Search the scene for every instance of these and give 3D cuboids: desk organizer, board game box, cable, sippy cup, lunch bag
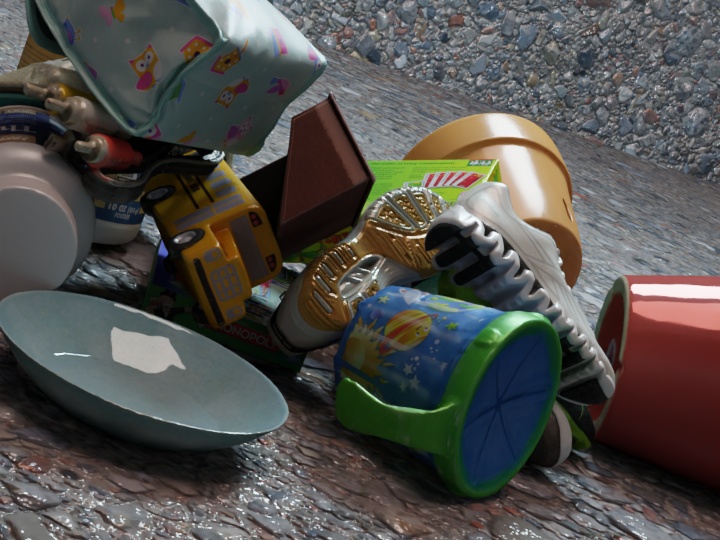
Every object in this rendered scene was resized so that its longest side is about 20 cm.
[{"bbox_3d":[-0.045,-0.064,1.332,0.072,0.076,0.200,62,-8,5],"label":"desk organizer"},{"bbox_3d":[-0.108,0.019,1.433,0.133,0.029,0.200,21,13,-9],"label":"board game box"},{"bbox_3d":[-0.151,-0.090,1.259,0.199,0.050,0.097,0,43,-52],"label":"cable"},{"bbox_3d":[0.056,0.076,1.258,0.130,0.141,0.178,23,-12,32],"label":"sippy cup"},{"bbox_3d":[0.014,-0.051,1.498,0.198,0.048,0.102,1,31,21],"label":"board game box"},{"bbox_3d":[-0.150,-0.187,1.273,0.200,0.122,0.170,47,17,18],"label":"lunch bag"}]

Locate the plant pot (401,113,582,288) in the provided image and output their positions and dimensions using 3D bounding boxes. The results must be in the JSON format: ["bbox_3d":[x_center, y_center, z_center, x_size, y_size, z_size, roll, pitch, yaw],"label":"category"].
[{"bbox_3d":[0.136,-0.036,1.756,0.198,0.201,0.141,15,31,-31],"label":"plant pot"}]

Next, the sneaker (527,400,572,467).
[{"bbox_3d":[0.070,0.101,1.364,0.199,0.077,0.082,34,47,18],"label":"sneaker"}]

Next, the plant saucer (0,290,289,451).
[{"bbox_3d":[-0.145,0.072,1.125,0.199,0.039,0.201,22,12,-5],"label":"plant saucer"}]

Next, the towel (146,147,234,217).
[{"bbox_3d":[-0.172,-0.144,1.550,0.034,0.202,0.192,-1,12,-42],"label":"towel"}]

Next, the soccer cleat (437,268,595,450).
[{"bbox_3d":[0.139,0.061,1.415,0.200,0.081,0.067,51,-24,-21],"label":"soccer cleat"}]

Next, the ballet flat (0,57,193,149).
[{"bbox_3d":[-0.198,-0.140,1.378,0.198,0.063,0.067,10,-19,-8],"label":"ballet flat"}]

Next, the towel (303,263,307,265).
[{"bbox_3d":[0.049,-0.011,1.590,0.198,0.037,0.148,-2,-16,28],"label":"towel"}]

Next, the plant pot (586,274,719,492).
[{"bbox_3d":[0.292,0.091,1.499,0.175,0.203,0.201,12,13,-3],"label":"plant pot"}]

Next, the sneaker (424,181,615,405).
[{"bbox_3d":[0.138,0.017,1.351,0.200,0.075,0.081,51,50,-14],"label":"sneaker"}]

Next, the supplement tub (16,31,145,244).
[{"bbox_3d":[-0.224,-0.138,1.472,0.143,0.202,0.145,21,10,-4],"label":"supplement tub"}]

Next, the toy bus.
[{"bbox_3d":[-0.114,-0.028,1.323,0.078,0.066,0.200,-23,25,-9],"label":"toy bus"}]

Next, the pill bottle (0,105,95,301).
[{"bbox_3d":[-0.248,-0.046,1.266,0.110,0.112,0.200,19,13,-15],"label":"pill bottle"}]

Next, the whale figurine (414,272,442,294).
[{"bbox_3d":[0.108,0.047,1.516,0.199,0.105,0.159,8,19,-46],"label":"whale figurine"}]

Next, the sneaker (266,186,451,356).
[{"bbox_3d":[0.000,0.000,1.355,0.199,0.088,0.076,-31,84,-44],"label":"sneaker"}]
